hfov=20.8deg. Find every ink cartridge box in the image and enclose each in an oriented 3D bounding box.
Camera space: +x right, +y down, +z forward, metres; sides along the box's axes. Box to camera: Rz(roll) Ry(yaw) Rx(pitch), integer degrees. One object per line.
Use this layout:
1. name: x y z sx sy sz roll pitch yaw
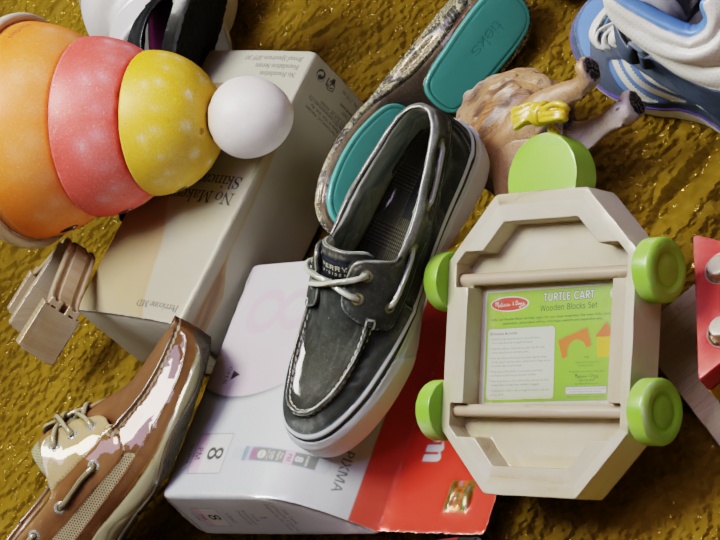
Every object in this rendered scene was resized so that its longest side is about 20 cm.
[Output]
1. ink cartridge box: -0.002 0.068 1.101 0.199 0.057 0.163 -8 50 40

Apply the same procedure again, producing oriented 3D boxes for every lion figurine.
1. lion figurine: 0.101 -0.037 1.083 0.122 0.072 0.201 -29 45 40

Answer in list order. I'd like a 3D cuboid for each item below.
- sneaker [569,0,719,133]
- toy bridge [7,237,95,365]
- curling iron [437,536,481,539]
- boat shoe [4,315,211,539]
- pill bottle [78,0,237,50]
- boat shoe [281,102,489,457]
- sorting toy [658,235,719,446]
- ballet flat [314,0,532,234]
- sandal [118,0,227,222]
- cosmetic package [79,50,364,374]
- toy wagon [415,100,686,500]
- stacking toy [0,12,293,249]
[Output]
1. sneaker: 0.161 -0.143 1.062 0.081 0.146 0.200 -49 42 -3
2. toy bridge: -0.196 0.013 1.252 0.067 0.027 0.200 -58 13 -1
3. curling iron: -0.018 0.166 1.052 0.199 0.026 0.050 -10 12 32
4. boat shoe: -0.155 0.115 1.135 0.201 0.074 0.076 -61 8 3
5. pill bottle: -0.148 -0.212 1.392 0.111 0.111 0.201 -33 43 14
6. boat shoe: 0.000 0.000 1.062 0.072 0.071 0.201 17 80 38
7. sorting toy: 0.245 0.018 0.930 0.200 0.070 0.199 -40 42 7
8. ballet flat: 0.031 -0.096 1.205 0.200 0.068 0.075 -53 20 -15
9. sandal: -0.133 -0.124 1.281 0.048 0.075 0.202 22 110 9
10. cosmetic package: -0.085 -0.038 1.238 0.105 0.071 0.201 5 62 42
11. toy wagon: 0.098 0.014 0.998 0.155 0.039 0.202 -3 80 46
12. stacking toy: -0.134 -0.087 1.188 0.199 0.146 0.147 0 58 25
